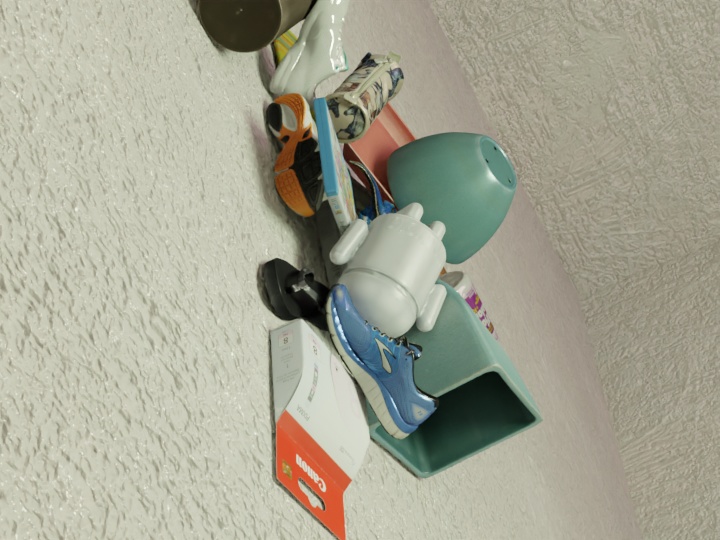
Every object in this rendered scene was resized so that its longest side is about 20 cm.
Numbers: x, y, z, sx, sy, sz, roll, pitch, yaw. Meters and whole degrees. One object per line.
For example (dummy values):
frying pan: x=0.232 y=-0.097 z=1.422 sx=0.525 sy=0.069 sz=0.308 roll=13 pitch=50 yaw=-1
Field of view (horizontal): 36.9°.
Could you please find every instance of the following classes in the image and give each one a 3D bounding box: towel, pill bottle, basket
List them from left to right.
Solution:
basket: x=-0.143 y=-0.386 z=1.467 sx=0.181 sy=0.136 sz=0.200 roll=54 pitch=24 yaw=-22
towel: x=-0.106 y=-0.299 z=1.669 sx=0.086 sy=0.018 sz=0.201 roll=35 pitch=37 yaw=-53
pill bottle: x=0.176 y=0.112 z=1.856 sx=0.201 sy=0.112 sz=0.112 roll=62 pitch=17 yaw=-17

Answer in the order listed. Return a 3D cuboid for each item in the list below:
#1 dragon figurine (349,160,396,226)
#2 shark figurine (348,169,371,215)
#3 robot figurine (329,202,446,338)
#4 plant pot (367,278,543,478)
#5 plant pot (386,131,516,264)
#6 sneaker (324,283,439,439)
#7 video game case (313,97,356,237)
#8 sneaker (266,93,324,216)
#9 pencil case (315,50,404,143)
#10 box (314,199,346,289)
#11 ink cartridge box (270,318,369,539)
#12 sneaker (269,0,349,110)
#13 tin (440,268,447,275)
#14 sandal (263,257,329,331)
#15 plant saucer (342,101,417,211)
dragon figurine: x=0.027 y=-0.058 z=1.529 sx=0.099 sy=0.058 sz=0.201 roll=-92 pitch=174 yaw=-79
shark figurine: x=0.016 y=-0.121 z=1.678 sx=0.215 sy=0.089 sz=0.128 roll=52 pitch=-3 yaw=4
robot figurine: x=0.038 y=0.007 z=1.400 sx=0.169 sy=0.113 sz=0.201 roll=35 pitch=60 yaw=-11
plant pot: x=0.105 y=0.131 z=1.488 sx=0.196 sy=0.195 sz=0.201 roll=47 pitch=20 yaw=-50
plant pot: x=0.154 y=-0.128 z=1.617 sx=0.200 sy=0.134 sz=0.201 roll=35 pitch=38 yaw=-34
sneaker: x=0.027 y=0.098 z=1.302 sx=0.201 sy=0.089 sz=0.079 roll=57 pitch=5 yaw=-2
video game case: x=-0.029 y=-0.116 z=1.437 sx=0.200 sy=0.018 sz=0.144 roll=70 pitch=11 yaw=-62
sneaker: x=-0.073 y=-0.148 z=1.483 sx=0.092 sy=0.075 sz=0.201 roll=53 pitch=23 yaw=-52
pencil case: x=0.001 y=-0.254 z=1.569 sx=0.200 sy=0.077 sz=0.090 roll=-57 pitch=168 yaw=-55
box: x=0.000 y=0.000 z=1.580 sx=0.200 sy=0.036 sz=0.145 roll=44 pitch=29 yaw=-56
ink cartridge box: x=-0.040 y=0.178 z=1.205 sx=0.163 sy=0.057 sz=0.201 roll=53 pitch=17 yaw=-42
sneaker: x=-0.048 y=-0.327 z=1.557 sx=0.088 sy=0.201 sz=0.075 roll=30 pitch=7 yaw=-1
tin: x=0.128 y=0.007 z=1.973 sx=0.201 sy=0.042 sz=0.112 roll=62 pitch=13 yaw=-19
sandal: x=-0.065 y=0.025 z=1.328 sx=0.200 sy=0.043 sz=0.077 roll=24 pitch=46 yaw=-67
plant saucer: x=0.054 y=-0.153 z=1.658 sx=0.200 sy=0.037 sz=0.200 roll=52 pitch=31 yaw=-14
